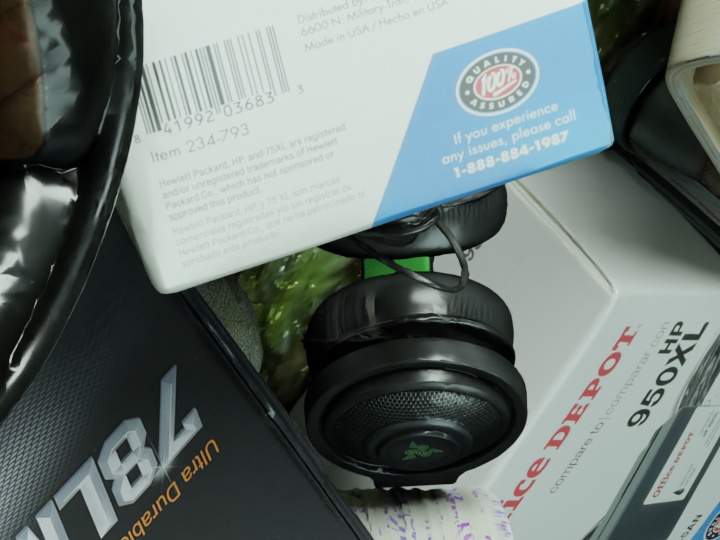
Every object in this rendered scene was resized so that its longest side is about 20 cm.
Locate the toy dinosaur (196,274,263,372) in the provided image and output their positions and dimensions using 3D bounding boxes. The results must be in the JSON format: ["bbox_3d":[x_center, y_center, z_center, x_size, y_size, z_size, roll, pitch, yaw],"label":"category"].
[{"bbox_3d":[-0.059,0.023,0.868,0.077,0.102,0.200,-16,142,-36],"label":"toy dinosaur"}]

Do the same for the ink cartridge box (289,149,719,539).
[{"bbox_3d":[0.089,0.037,1.071,0.200,0.084,0.145,1,128,-49],"label":"ink cartridge box"}]

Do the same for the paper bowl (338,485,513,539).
[{"bbox_3d":[-0.006,0.168,0.920,0.104,0.201,0.201,-2,140,-4],"label":"paper bowl"}]

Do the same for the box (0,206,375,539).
[{"bbox_3d":[-0.115,0.071,0.739,0.200,0.050,0.199,-45,121,-18],"label":"box"}]

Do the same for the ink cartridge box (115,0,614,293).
[{"bbox_3d":[-0.023,-0.108,0.657,0.116,0.067,0.201,-18,120,-7],"label":"ink cartridge box"}]

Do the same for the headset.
[{"bbox_3d":[0.000,0.000,0.874,0.094,0.124,0.200,-3,171,-2],"label":"headset"}]

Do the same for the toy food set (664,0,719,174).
[{"bbox_3d":[0.157,-0.091,0.937,0.200,0.060,0.144,47,53,-59],"label":"toy food set"}]

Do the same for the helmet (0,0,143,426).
[{"bbox_3d":[-0.160,-0.045,0.587,0.200,0.190,0.201,-24,121,-46],"label":"helmet"}]

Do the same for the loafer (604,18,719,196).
[{"bbox_3d":[0.168,-0.052,1.068,0.200,0.063,0.072,-6,134,-45],"label":"loafer"}]
